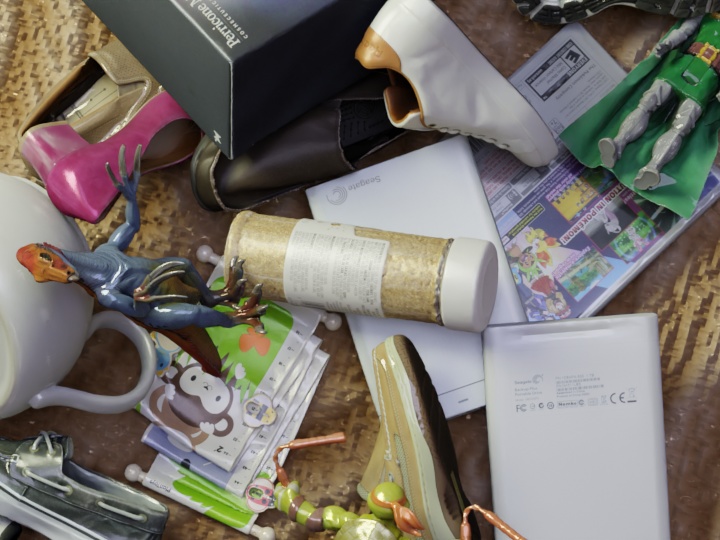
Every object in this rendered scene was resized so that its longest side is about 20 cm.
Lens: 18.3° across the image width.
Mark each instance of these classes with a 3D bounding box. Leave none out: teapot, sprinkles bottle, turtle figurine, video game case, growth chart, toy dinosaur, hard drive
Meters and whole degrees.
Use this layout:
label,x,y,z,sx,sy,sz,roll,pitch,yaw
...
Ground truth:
label,x,y,z,sx,sy,sz,roll,pitch,yaw
teapot,-0.262,0.005,1.649,0.196,0.202,0.146,10,33,36
sprinkles bottle,0.000,0.000,1.657,0.198,0.068,0.069,8,77,16
turtle figurine,0.014,0.217,1.611,0.198,0.064,0.162,19,112,8
video game case,0.157,-0.066,1.740,0.200,0.023,0.182,-42,82,-10
growth chart,-0.101,0.091,1.701,0.144,0.018,0.202,19,77,3
toy dinosaur,-0.159,0.022,1.575,0.180,0.201,0.105,1,36,-22
hard drive,0.050,0.012,1.702,0.131,0.027,0.202,-19,83,4
hard drive,0.161,0.137,1.667,0.131,0.025,0.202,-4,94,-3

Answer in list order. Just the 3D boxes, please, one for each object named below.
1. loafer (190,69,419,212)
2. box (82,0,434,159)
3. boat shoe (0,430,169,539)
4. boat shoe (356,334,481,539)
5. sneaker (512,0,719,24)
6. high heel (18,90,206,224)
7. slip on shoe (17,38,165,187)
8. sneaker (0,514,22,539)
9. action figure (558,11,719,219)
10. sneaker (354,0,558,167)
label,x,y,z,sx,sy,sz,roll,pitch,yaw
loafer,-0.037,-0.102,1.695,0.199,0.071,0.073,-30,119,-15
box,-0.078,-0.225,1.671,0.198,0.124,0.200,-34,64,-22
boat shoe,-0.231,0.151,1.652,0.199,0.072,0.071,30,98,-6
boat shoe,0.032,0.150,1.651,0.076,0.072,0.202,-15,93,14
sneaker,0.215,-0.252,1.745,0.198,0.079,0.090,-2,45,8
high heel,-0.152,-0.081,1.665,0.199,0.068,0.096,-9,46,-46
slip on shoe,-0.184,-0.148,1.718,0.200,0.061,0.076,-42,57,-6
sneaker,-0.302,0.254,1.627,0.114,0.081,0.201,24,77,6
action figure,0.254,-0.145,1.731,0.118,0.055,0.200,34,62,5
sneaker,0.067,-0.127,1.670,0.085,0.073,0.200,-48,125,2
